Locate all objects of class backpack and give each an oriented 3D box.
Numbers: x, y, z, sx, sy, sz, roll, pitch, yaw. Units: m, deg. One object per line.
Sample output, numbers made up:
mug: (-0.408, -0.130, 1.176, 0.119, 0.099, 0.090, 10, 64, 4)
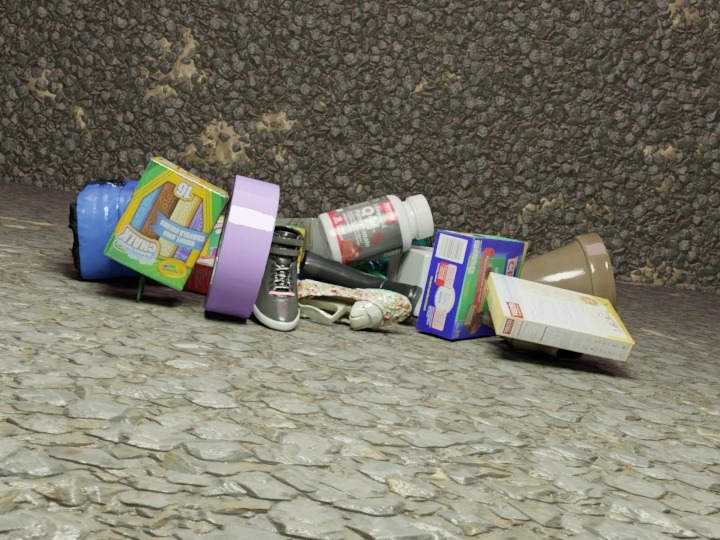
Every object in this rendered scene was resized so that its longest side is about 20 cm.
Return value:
backpack: (-0.397, -0.074, 1.319, 0.168, 0.163, 0.200, -6, 11, -6)

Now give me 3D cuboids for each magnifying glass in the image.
magnifying glass: (0.000, 0.000, 1.510, 0.080, 0.022, 0.200, -9, 48, -36)

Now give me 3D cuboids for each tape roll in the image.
tape roll: (-0.172, -0.033, 1.146, 0.066, 0.200, 0.200, 12, 5, -12)

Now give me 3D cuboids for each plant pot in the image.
plant pot: (0.410, 0.031, 1.626, 0.174, 0.200, 0.200, -8, 5, 4)

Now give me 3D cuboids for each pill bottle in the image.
pill bottle: (0.029, -0.077, 1.474, 0.200, 0.111, 0.111, -16, 10, -8)

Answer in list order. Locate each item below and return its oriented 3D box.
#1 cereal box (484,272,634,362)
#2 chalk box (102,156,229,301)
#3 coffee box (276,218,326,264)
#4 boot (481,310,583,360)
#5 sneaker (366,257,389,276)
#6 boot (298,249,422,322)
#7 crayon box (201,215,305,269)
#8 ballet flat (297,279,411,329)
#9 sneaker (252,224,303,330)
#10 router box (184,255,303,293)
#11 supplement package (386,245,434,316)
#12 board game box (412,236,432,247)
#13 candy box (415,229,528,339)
cereal box: (0.293, 0.068, 1.191, 0.200, 0.040, 0.144, 13, 25, -5)
chalk box: (-0.295, -0.053, 1.172, 0.124, 0.200, 0.125, 28, 2, -14)
coffee box: (-0.143, -0.051, 1.677, 0.200, 0.115, 0.080, 2, -1, 44)
boot: (0.293, 0.103, 1.276, 0.146, 0.070, 0.200, 21, 13, 37)
sneaker: (0.016, 0.006, 1.603, 0.200, 0.078, 0.080, -10, -13, -46)
boot: (-0.005, 0.019, 1.355, 0.200, 0.066, 0.165, 26, -8, -7)
crayon box: (-0.216, -0.040, 1.557, 0.200, 0.119, 0.058, 8, 6, -12)
ballet flat: (-0.023, 0.062, 1.222, 0.200, 0.076, 0.064, 6, 36, 16)
sneaker: (-0.120, 0.001, 1.173, 0.071, 0.099, 0.200, 8, 30, -14)
router box: (-0.212, 0.013, 1.397, 0.179, 0.049, 0.200, 11, 6, 21)
supplement package: (0.133, 0.020, 1.521, 0.117, 0.117, 0.200, 7, 6, -16)
board game box: (0.053, -0.056, 1.671, 0.200, 0.028, 0.135, 7, -39, 18)
candy box: (0.189, 0.024, 1.322, 0.077, 0.169, 0.200, 17, 10, 34)
